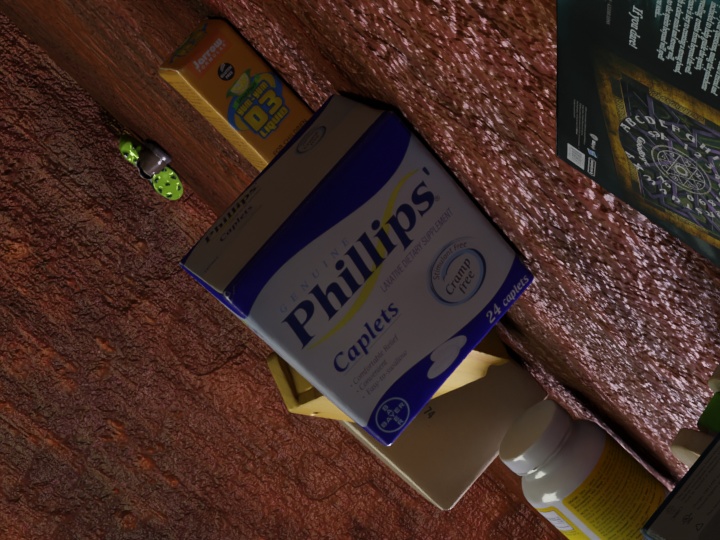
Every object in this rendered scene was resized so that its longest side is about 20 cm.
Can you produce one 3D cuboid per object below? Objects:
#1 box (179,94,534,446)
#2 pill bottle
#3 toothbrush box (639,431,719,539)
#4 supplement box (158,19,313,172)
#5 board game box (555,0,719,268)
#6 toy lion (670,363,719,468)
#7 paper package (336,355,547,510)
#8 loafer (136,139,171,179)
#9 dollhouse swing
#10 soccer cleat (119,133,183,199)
[{"bbox_3d":[0.000,0.000,0.837,0.200,0.184,0.105,45,173,-29],"label":"box"},{"bbox_3d":[0.250,0.236,1.165,0.200,0.112,0.112,43,173,-10],"label":"pill bottle"},{"bbox_3d":[0.241,0.123,0.445,0.200,0.146,0.085,42,174,-17],"label":"toothbrush box"},{"bbox_3d":[-0.085,-0.133,0.972,0.200,0.067,0.069,44,173,-23],"label":"supplement box"},{"bbox_3d":[0.133,-0.057,0.403,0.135,0.028,0.200,39,172,19],"label":"board game box"},{"bbox_3d":[0.298,0.144,0.656,0.191,0.069,0.200,27,166,36],"label":"toy lion"},{"bbox_3d":[0.083,0.147,1.259,0.200,0.191,0.103,42,176,7],"label":"paper package"},{"bbox_3d":[-0.468,-0.240,2.363,0.073,0.071,0.200,43,173,-12],"label":"loafer"},{"bbox_3d":[0.013,0.040,1.131,0.182,0.200,0.176,18,-129,-49],"label":"dollhouse swing"},{"bbox_3d":[-0.490,-0.247,2.528,0.200,0.067,0.081,47,-172,-35],"label":"soccer cleat"}]
